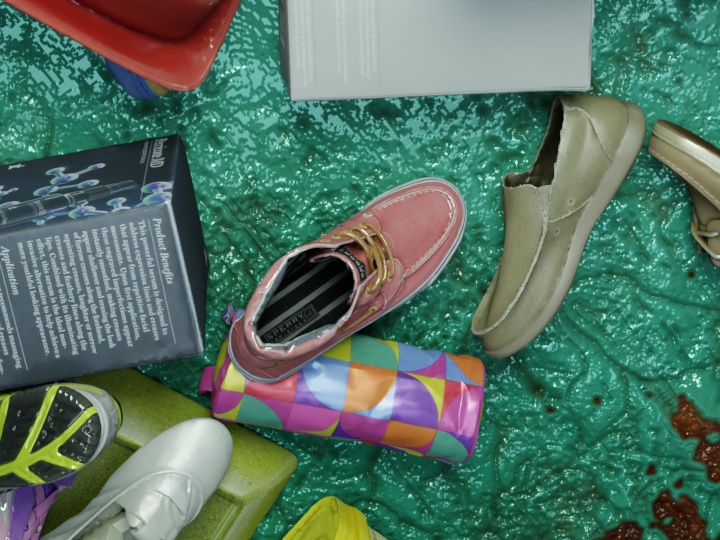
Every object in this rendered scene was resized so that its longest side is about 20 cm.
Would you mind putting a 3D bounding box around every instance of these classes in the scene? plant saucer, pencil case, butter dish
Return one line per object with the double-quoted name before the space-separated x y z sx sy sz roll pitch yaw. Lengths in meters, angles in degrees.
"plant saucer" -0.177 0.182 1.126 0.199 0.048 0.201 29 106 -14
"pencil case" -0.012 0.082 1.086 0.199 0.088 0.089 13 109 -7
"butter dish" -0.119 -0.235 0.877 0.199 0.148 0.200 28 72 -27

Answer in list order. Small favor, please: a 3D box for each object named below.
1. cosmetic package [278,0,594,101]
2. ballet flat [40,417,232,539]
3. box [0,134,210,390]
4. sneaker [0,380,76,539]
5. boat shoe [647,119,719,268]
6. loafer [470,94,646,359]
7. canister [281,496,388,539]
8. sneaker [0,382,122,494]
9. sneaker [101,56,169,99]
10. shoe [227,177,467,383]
"cosmetic package" 0.048 -0.172 0.993 0.199 0.090 0.107 -2 111 -7
"ballet flat" -0.165 0.183 1.066 0.200 0.069 0.070 -37 109 9
"box" -0.206 -0.003 1.001 0.199 0.149 0.108 -10 111 -1
"sneaker" -0.235 0.149 1.038 0.088 0.080 0.201 -12 68 16
"boat shoe" 0.267 -0.028 1.070 0.200 0.071 0.065 38 103 -18
"loafer" 0.123 -0.035 1.059 0.067 0.076 0.201 25 97 -12
"canister" 0.014 0.284 1.160 0.200 0.087 0.149 36 104 -18
"sneaker" -0.242 0.118 0.978 0.199 0.076 0.076 -9 87 17
"sneaker" -0.191 -0.193 0.979 0.088 0.075 0.201 -25 102 13
"shoe" 0.000 0.000 1.013 0.200 0.091 0.072 -37 87 -16
